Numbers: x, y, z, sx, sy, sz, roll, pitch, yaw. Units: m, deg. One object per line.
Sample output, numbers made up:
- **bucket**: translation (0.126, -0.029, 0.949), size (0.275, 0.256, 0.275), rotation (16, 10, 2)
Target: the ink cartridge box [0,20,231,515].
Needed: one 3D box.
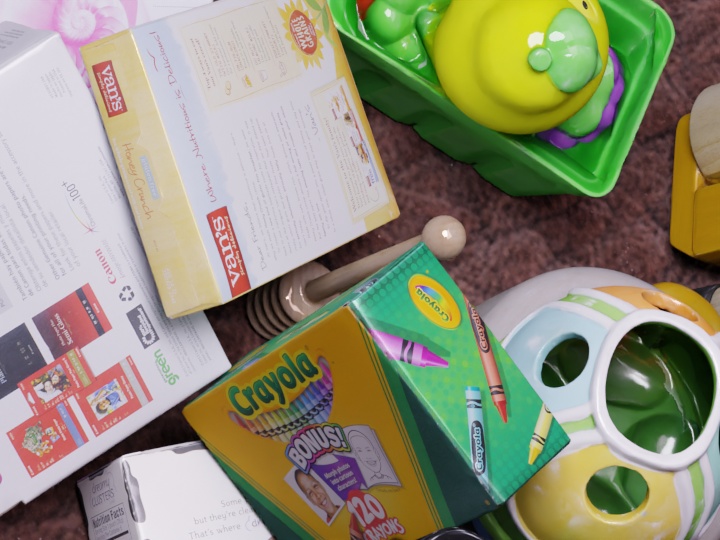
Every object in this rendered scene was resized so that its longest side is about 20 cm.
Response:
- **ink cartridge box**: translation (-0.191, 0.006, 1.386), size (0.175, 0.084, 0.201), rotation (-33, 112, -18)

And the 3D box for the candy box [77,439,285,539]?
- **candy box**: translation (-0.042, 0.184, 1.458), size (0.167, 0.071, 0.201), rotation (-9, 79, -29)

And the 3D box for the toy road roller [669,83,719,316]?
- **toy road roller**: translation (0.273, -0.015, 1.657), size (0.146, 0.123, 0.201), rotation (15, 70, -37)

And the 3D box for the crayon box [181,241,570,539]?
- **crayon box**: translation (0.003, 0.075, 1.356), size (0.058, 0.200, 0.119), rotation (-39, 93, -32)

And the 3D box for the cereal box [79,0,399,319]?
- **cereal box**: translation (-0.059, -0.069, 1.433), size (0.200, 0.039, 0.145), rotation (-26, 99, -59)

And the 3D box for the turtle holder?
- **turtle holder**: translation (0.115, 0.090, 1.378), size (0.141, 0.132, 0.185), rotation (46, 65, 2)

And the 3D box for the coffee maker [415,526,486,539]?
- **coffee maker**: translation (-0.005, 0.200, 1.315), size (0.191, 0.200, 0.135), rotation (15, 69, -23)

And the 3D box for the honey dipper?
- **honey dipper**: translation (0.000, 0.000, 1.460), size (0.038, 0.200, 0.038), rotation (8, 73, -28)

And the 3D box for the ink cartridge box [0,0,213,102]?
- **ink cartridge box**: translation (-0.175, -0.082, 1.447), size (0.199, 0.043, 0.197), rotation (-2, 101, -29)

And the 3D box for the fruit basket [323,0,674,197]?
- **fruit basket**: translation (0.083, -0.136, 1.547), size (0.215, 0.215, 0.156), rotation (32, 63, -15)

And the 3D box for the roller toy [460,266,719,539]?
- **roller toy**: translation (0.115, 0.096, 1.525), size (0.199, 0.140, 0.183), rotation (3, 73, -27)
